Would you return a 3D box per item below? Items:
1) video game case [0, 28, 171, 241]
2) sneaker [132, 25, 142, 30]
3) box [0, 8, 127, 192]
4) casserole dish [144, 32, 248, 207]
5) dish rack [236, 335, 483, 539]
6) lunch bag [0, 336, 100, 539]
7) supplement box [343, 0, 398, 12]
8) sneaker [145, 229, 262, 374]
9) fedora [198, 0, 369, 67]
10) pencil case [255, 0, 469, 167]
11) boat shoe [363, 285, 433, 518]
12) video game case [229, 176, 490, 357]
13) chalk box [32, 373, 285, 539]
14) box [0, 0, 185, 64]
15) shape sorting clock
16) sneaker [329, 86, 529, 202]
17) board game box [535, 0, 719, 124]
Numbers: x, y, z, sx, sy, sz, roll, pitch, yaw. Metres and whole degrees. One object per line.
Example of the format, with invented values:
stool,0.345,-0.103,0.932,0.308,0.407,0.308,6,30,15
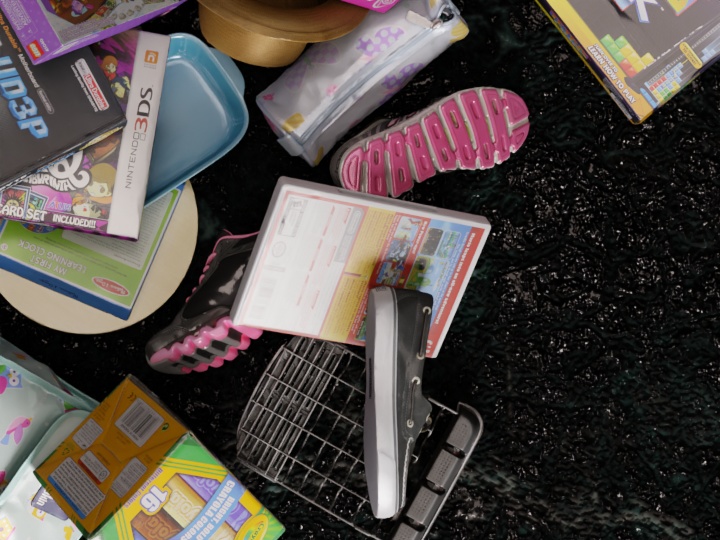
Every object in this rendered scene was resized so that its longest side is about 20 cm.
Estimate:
video game case,-0.274,-0.130,1.639,0.199,0.036,0.183,10,84,-9
sneaker,-0.285,-0.172,1.695,0.199,0.081,0.077,-26,88,-1
box,-0.310,-0.174,1.594,0.158,0.046,0.201,-28,89,-11
casserole dish,-0.193,-0.125,1.693,0.200,0.039,0.121,-35,88,-11
dish rack,-0.006,0.151,1.706,0.199,0.055,0.154,29,89,2
lunch bag,-0.313,0.163,1.677,0.199,0.122,0.171,35,88,-8
supplement box,-0.008,-0.337,1.628,0.103,0.101,0.201,-37,59,35
sneaker,-0.115,0.014,1.706,0.199,0.079,0.096,-34,70,-1
fedora,-0.087,-0.238,1.665,0.200,0.201,0.082,23,126,1
pencil case,0.002,-0.181,1.687,0.200,0.091,0.083,-40,130,2
boat shoe,0.035,0.114,1.645,0.056,0.069,0.201,0,92,-9
video game case,0.000,0.000,1.656,0.199,0.017,0.144,11,117,-23
chalk box,-0.162,0.212,1.646,0.124,0.125,0.200,-45,128,-9
box,-0.238,-0.260,1.589,0.039,0.200,0.137,-27,94,32
shape sorting clock,-0.246,-0.043,1.714,0.199,0.039,0.201,1,82,-8
sneaker,0.055,-0.115,1.696,0.199,0.087,0.074,-23,106,-21
board game box,0.249,-0.260,1.700,0.165,0.057,0.200,-39,90,2
